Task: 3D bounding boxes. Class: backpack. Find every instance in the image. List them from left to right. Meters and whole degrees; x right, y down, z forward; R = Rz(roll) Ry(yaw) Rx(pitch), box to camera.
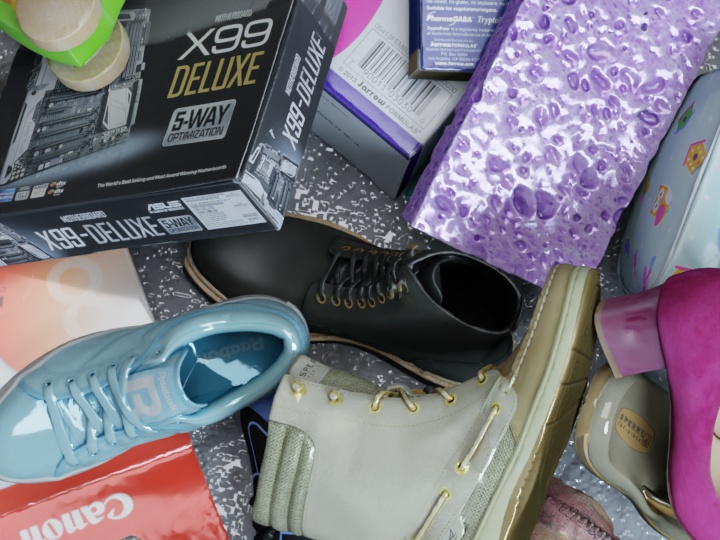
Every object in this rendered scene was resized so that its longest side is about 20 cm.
[{"bbox_3d":[0.231,-0.025,1.636,0.153,0.200,0.177,19,87,3],"label":"backpack"}]

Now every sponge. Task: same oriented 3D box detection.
[{"bbox_3d":[0.117,-0.093,1.609,0.111,0.030,0.201,25,96,-15],"label":"sponge"}]

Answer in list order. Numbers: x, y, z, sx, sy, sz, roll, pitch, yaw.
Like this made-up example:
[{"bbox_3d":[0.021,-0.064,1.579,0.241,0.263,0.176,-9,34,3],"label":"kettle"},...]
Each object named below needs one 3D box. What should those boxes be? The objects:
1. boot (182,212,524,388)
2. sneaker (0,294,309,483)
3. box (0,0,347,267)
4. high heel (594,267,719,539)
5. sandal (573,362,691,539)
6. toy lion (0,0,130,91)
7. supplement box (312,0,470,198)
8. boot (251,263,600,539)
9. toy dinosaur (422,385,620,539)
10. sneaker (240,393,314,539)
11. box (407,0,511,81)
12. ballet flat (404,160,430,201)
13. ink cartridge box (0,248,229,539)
[{"bbox_3d":[0.000,0.000,1.638,0.199,0.138,0.078,17,75,0],"label":"boot"},{"bbox_3d":[-0.122,0.062,1.598,0.199,0.082,0.074,-25,93,-4],"label":"sneaker"},{"bbox_3d":[-0.116,-0.088,1.617,0.199,0.050,0.158,-7,52,32],"label":"box"},{"bbox_3d":[0.205,0.088,1.532,0.200,0.096,0.068,56,43,-25],"label":"high heel"},{"bbox_3d":[0.184,0.106,1.613,0.054,0.200,0.081,9,76,34],"label":"sandal"},{"bbox_3d":[-0.157,-0.229,1.636,0.191,0.069,0.200,39,82,28],"label":"toy lion"},{"bbox_3d":[0.049,-0.157,1.700,0.101,0.103,0.200,40,77,4],"label":"supplement box"},{"bbox_3d":[0.035,0.070,1.552,0.154,0.072,0.201,22,97,17],"label":"boot"},{"bbox_3d":[0.097,0.140,1.609,0.086,0.199,0.136,-39,123,-37],"label":"toy dinosaur"},{"bbox_3d":[-0.033,0.164,1.630,0.078,0.070,0.201,-24,80,-16],"label":"sneaker"},{"bbox_3d":[0.087,-0.207,1.644,0.120,0.032,0.201,2,83,-11],"label":"box"},{"bbox_3d":[0.111,-0.090,1.714,0.067,0.067,0.200,45,73,-16],"label":"ballet flat"},{"bbox_3d":[-0.180,0.092,1.644,0.161,0.050,0.201,-20,76,-10],"label":"ink cartridge box"}]
